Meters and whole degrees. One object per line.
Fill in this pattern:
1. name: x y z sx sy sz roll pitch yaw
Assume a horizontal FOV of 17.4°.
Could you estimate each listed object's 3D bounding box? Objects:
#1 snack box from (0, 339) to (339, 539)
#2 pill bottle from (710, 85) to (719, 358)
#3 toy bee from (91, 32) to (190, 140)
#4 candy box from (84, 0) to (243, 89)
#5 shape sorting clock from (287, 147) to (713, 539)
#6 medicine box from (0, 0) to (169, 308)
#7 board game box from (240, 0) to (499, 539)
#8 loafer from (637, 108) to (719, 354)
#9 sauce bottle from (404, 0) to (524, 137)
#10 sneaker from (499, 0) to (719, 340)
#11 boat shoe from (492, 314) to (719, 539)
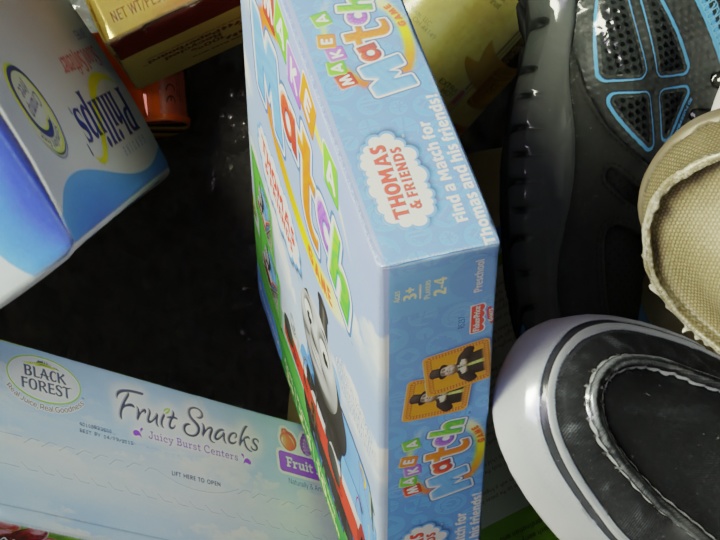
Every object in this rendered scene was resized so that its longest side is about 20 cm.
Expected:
1. snack box: -0.120 0.102 0.789 0.200 0.169 0.068 -28 56 37
2. pill bottle: 0.202 -0.011 0.646 0.200 0.116 0.117 8 93 31
3. toy bee: -0.158 -0.067 0.890 0.200 0.109 0.131 16 89 6
4. candy box: -0.070 -0.179 0.826 0.117 0.056 0.200 -25 73 -1
5. shape sorting clock: 0.053 0.059 0.779 0.200 0.039 0.200 -4 83 41
6. medicine box: -0.178 -0.009 0.747 0.200 0.182 0.103 -33 96 8
7. board game box: 0.000 0.000 0.689 0.037 0.200 0.151 -12 53 -10
8. loafer: 0.150 0.023 0.577 0.200 0.067 0.076 30 121 22
9. sauce bottle: 0.057 -0.116 0.765 0.200 0.066 0.066 -47 67 18
10. sneaker: 0.082 -0.050 0.700 0.082 0.073 0.200 1 94 0
11. boat shoe: 0.128 0.072 0.650 0.068 0.200 0.072 -18 40 58
